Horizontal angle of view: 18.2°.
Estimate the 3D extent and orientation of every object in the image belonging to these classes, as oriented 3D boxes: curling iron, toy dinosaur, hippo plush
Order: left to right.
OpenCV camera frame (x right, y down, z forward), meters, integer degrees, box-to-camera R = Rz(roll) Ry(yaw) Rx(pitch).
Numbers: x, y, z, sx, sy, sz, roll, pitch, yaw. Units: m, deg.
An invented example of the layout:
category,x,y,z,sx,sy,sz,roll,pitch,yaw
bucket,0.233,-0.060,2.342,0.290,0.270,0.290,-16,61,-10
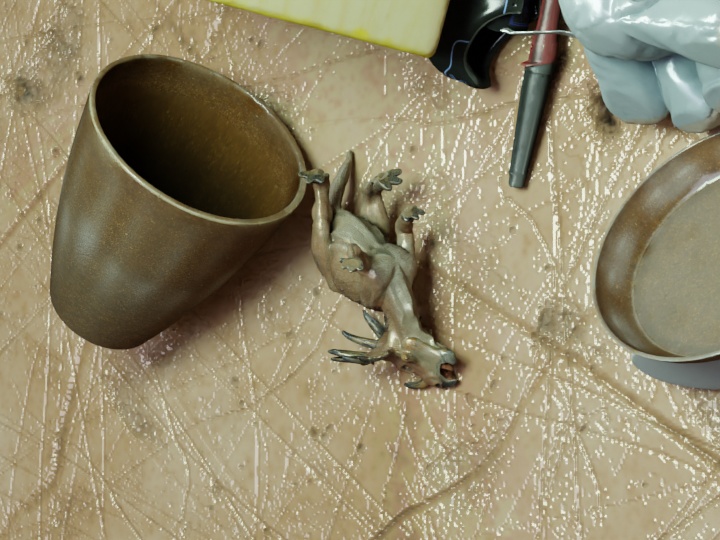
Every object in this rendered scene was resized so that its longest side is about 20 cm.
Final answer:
category,x,y,z,sx,sy,sz,roll,pitch,yaw
toy dinosaur,0.000,0.000,1.748,0.136,0.085,0.200,95,154,-43
curling iron,0.132,-0.159,1.676,0.025,0.050,0.201,16,109,12
hippo plush,0.219,-0.204,1.587,0.199,0.160,0.162,18,66,17

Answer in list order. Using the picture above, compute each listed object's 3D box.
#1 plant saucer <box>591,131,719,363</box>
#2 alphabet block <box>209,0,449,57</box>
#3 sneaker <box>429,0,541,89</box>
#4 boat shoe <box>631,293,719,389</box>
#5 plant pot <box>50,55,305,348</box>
category,x,y,z,sx,sy,sz,roll,pitch,yaw
plant saucer,0.253,-0.014,1.544,0.199,0.034,0.201,-24,42,24
alphabet block,-0.034,-0.285,1.684,0.196,0.194,0.201,-151,73,-69
sneaker,0.114,-0.231,1.690,0.078,0.070,0.201,43,117,26
boat shoe,0.280,0.032,1.556,0.199,0.071,0.070,-13,51,38
plant pot,-0.170,-0.036,1.813,0.187,0.186,0.200,53,129,26
